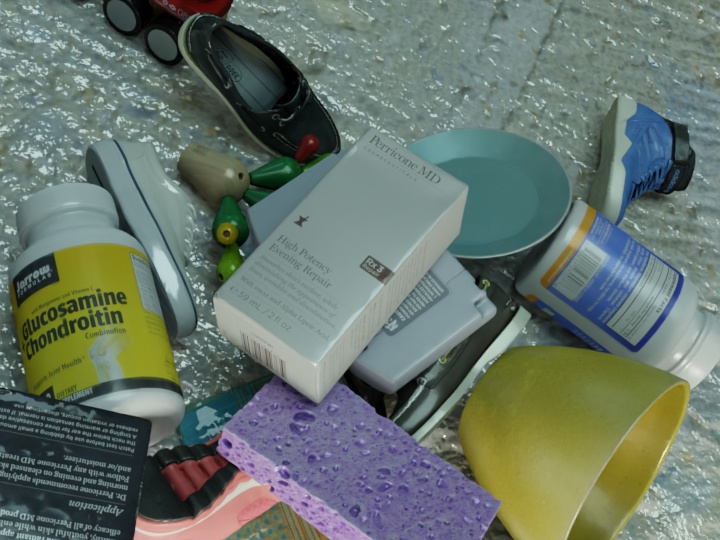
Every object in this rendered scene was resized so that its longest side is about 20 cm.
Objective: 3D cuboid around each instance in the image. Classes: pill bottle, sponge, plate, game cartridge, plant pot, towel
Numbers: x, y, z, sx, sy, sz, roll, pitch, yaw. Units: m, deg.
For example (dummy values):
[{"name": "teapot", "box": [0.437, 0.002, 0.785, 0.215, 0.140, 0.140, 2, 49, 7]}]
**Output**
[{"name": "pill bottle", "box": [0.263, 0.030, 1.084, 0.199, 0.112, 0.112, 36, 51, -2]}, {"name": "sponge", "box": [0.002, 0.152, 0.801, 0.199, 0.030, 0.111, 35, 38, 11]}, {"name": "plate", "box": [0.114, -0.074, 1.096, 0.197, 0.026, 0.202, -3, 44, 3]}, {"name": "game cartridge", "box": [0.000, 0.000, 0.900, 0.133, 0.042, 0.200, -35, 68, -15]}, {"name": "plant pot", "box": [0.169, 0.145, 0.934, 0.141, 0.202, 0.199, 32, 46, 29]}, {"name": "towel", "box": [-0.050, 0.178, 0.874, 0.145, 0.022, 0.202, -20, 71, -17]}, {"name": "pill bottle", "box": [-0.211, 0.038, 0.845, 0.111, 0.112, 0.202, -6, 62, -29]}]

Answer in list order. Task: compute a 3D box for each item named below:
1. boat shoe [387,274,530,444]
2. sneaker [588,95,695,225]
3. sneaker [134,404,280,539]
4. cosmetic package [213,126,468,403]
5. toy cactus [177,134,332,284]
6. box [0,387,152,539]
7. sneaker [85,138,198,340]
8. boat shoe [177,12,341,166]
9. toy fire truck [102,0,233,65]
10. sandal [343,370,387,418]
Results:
[{"name": "boat shoe", "box": [0.064, 0.084, 0.916, 0.061, 0.072, 0.201, 44, 59, 2]}, {"name": "sneaker", "box": [0.325, -0.111, 1.227, 0.110, 0.077, 0.201, 21, 46, -1]}, {"name": "sneaker", "box": [-0.101, 0.162, 0.827, 0.199, 0.087, 0.074, -14, 52, -40]}, {"name": "cosmetic package", "box": [-0.012, -0.008, 0.840, 0.101, 0.074, 0.200, 32, 64, 15]}, {"name": "toy cactus", "box": [-0.095, -0.067, 0.994, 0.164, 0.103, 0.201, 31, 59, 8]}, {"name": "box", "box": [-0.219, 0.208, 0.674, 0.122, 0.200, 0.199, 15, 54, -15]}, {"name": "sneaker", "box": [-0.172, -0.036, 0.937, 0.070, 0.073, 0.202, -15, 67, -29]}, {"name": "boat shoe", "box": [-0.084, -0.170, 1.033, 0.199, 0.066, 0.075, 47, 72, -24]}, {"name": "toy fire truck", "box": [-0.199, -0.313, 1.021, 0.175, 0.200, 0.129, 35, 50, -1]}, {"name": "sandal", "box": [-0.008, 0.073, 0.963, 0.074, 0.048, 0.203, 10, 56, -19]}]
